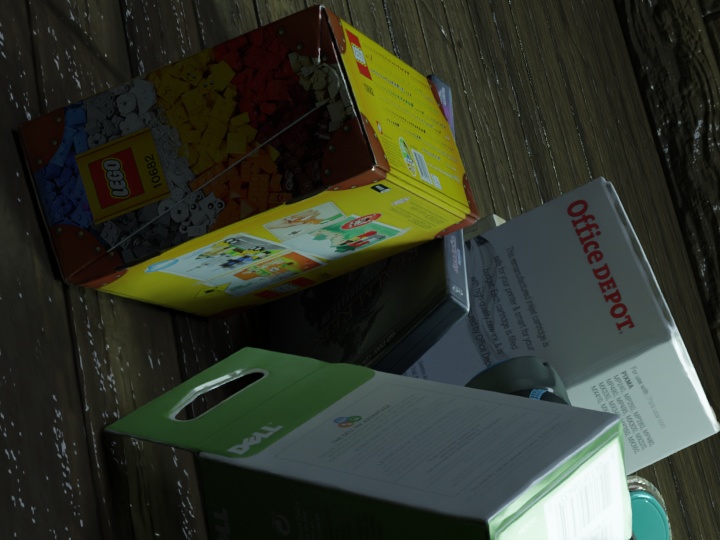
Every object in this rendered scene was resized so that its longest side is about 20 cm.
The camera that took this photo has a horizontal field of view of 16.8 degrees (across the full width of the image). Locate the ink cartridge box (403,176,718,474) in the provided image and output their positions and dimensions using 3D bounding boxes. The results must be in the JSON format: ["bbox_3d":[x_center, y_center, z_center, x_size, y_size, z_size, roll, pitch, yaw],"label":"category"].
[{"bbox_3d":[0.072,0.058,1.298,0.084,0.199,0.145,59,9,-38],"label":"ink cartridge box"}]

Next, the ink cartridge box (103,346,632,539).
[{"bbox_3d":[0.002,0.090,1.016,0.104,0.199,0.060,-31,122,-47],"label":"ink cartridge box"}]

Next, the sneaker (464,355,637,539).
[{"bbox_3d":[0.099,0.138,1.220,0.082,0.073,0.200,-107,172,-52],"label":"sneaker"}]

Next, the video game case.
[{"bbox_3d":[0.000,0.000,1.272,0.019,0.143,0.200,34,29,-23],"label":"video game case"}]

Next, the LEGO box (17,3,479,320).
[{"bbox_3d":[-0.045,-0.043,1.122,0.200,0.148,0.078,21,50,-74],"label":"LEGO box"}]

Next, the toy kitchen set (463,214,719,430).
[{"bbox_3d":[0.144,0.055,1.717,0.200,0.162,0.181,19,52,-74],"label":"toy kitchen set"}]

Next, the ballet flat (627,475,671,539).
[{"bbox_3d":[0.148,0.172,1.406,0.075,0.068,0.200,52,-10,46],"label":"ballet flat"}]
